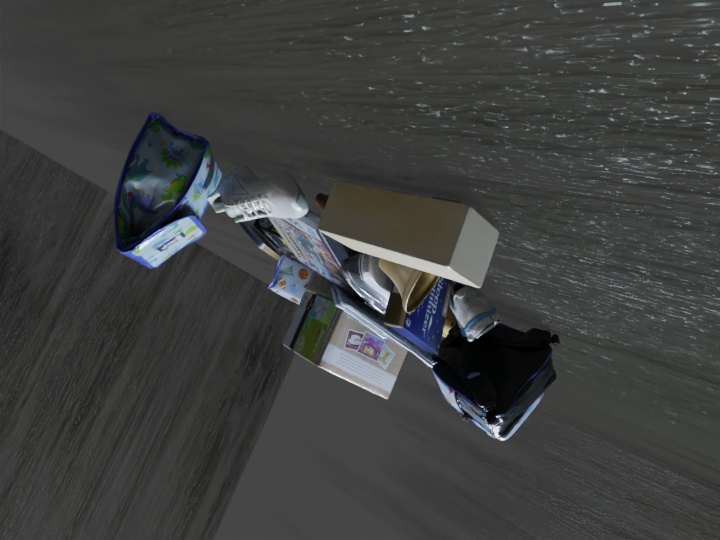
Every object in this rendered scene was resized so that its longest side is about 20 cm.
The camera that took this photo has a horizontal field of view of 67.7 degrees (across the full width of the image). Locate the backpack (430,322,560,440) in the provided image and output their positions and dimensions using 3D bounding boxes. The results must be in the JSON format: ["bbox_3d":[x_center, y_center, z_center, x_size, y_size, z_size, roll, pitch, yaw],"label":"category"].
[{"bbox_3d":[0.223,0.178,0.938,0.189,0.198,0.157,31,149,42],"label":"backpack"}]

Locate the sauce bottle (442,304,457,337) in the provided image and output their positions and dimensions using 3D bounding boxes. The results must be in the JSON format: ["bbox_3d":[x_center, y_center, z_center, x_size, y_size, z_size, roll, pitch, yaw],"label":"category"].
[{"bbox_3d":[0.221,0.120,1.064,0.195,0.068,0.066,20,170,24],"label":"sauce bottle"}]

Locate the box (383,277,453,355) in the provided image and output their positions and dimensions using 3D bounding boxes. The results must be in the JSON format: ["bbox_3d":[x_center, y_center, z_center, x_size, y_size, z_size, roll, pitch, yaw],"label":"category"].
[{"bbox_3d":[0.100,0.052,0.827,0.031,0.125,0.200,7,163,29],"label":"box"}]

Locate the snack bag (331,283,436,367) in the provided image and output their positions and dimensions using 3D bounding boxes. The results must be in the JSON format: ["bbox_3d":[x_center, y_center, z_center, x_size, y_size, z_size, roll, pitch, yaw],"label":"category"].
[{"bbox_3d":[0.033,0.094,0.952,0.197,0.022,0.189,35,-178,-10],"label":"snack bag"}]

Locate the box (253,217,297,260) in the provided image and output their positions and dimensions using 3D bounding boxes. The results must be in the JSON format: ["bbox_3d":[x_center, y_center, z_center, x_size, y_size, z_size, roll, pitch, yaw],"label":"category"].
[{"bbox_3d":[-0.120,-0.052,1.124,0.156,0.045,0.200,26,171,14],"label":"box"}]

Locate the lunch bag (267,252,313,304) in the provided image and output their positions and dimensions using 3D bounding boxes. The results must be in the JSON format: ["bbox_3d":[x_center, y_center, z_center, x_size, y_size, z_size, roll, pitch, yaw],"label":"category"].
[{"bbox_3d":[-0.142,0.033,1.443,0.166,0.127,0.200,26,-175,1],"label":"lunch bag"}]

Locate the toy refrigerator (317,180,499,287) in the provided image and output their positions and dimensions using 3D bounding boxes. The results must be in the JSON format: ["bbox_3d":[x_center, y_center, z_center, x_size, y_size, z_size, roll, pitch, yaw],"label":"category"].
[{"bbox_3d":[0.048,-0.048,0.601,0.197,0.072,0.075,19,176,44],"label":"toy refrigerator"}]

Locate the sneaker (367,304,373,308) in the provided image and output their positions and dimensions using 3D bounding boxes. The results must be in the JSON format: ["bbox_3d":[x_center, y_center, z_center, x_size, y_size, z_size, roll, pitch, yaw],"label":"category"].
[{"bbox_3d":[0.007,0.025,1.067,0.198,0.087,0.074,33,168,-35],"label":"sneaker"}]

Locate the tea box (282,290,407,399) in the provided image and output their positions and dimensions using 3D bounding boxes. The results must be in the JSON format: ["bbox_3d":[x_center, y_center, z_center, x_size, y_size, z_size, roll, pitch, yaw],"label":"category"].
[{"bbox_3d":[-0.033,0.159,1.171,0.197,0.137,0.195,30,170,-30],"label":"tea box"}]

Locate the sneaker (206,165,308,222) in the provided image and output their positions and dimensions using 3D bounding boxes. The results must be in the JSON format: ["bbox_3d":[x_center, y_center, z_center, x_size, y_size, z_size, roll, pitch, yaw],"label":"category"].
[{"bbox_3d":[-0.151,-0.099,0.783,0.197,0.080,0.072,15,137,44],"label":"sneaker"}]

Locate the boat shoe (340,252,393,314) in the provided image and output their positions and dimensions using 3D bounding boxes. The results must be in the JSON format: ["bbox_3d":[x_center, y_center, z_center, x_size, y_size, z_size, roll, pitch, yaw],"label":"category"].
[{"bbox_3d":[0.039,0.033,0.830,0.066,0.074,0.199,-7,152,32],"label":"boat shoe"}]

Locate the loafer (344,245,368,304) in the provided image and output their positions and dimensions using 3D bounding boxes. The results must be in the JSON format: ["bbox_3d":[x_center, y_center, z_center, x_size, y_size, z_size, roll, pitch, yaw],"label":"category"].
[{"bbox_3d":[0.000,0.000,0.984,0.062,0.073,0.201,20,158,34],"label":"loafer"}]

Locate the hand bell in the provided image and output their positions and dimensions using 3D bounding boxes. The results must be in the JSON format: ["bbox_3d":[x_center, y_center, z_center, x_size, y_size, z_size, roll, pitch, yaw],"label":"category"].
[{"bbox_3d":[0.015,-0.045,0.722,0.198,0.105,0.104,36,175,20],"label":"hand bell"}]

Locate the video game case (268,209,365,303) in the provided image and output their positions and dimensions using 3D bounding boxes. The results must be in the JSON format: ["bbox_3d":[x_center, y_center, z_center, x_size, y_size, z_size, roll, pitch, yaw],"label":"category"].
[{"bbox_3d":[-0.081,-0.044,0.897,0.178,0.026,0.202,30,161,37],"label":"video game case"}]

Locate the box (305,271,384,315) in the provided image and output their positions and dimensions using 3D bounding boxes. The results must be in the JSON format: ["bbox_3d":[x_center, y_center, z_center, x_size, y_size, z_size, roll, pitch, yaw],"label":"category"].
[{"bbox_3d":[-0.021,0.043,1.224,0.196,0.097,0.077,21,171,37],"label":"box"}]

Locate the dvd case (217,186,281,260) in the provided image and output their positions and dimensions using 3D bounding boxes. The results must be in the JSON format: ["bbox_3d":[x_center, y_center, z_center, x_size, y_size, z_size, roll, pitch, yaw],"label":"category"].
[{"bbox_3d":[-0.227,-0.092,1.086,0.149,0.016,0.200,50,178,5],"label":"dvd case"}]

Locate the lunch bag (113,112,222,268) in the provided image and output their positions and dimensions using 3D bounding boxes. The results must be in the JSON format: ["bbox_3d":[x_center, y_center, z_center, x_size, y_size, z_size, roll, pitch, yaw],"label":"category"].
[{"bbox_3d":[-0.304,-0.107,0.836,0.124,0.205,0.170,25,171,-4],"label":"lunch bag"}]

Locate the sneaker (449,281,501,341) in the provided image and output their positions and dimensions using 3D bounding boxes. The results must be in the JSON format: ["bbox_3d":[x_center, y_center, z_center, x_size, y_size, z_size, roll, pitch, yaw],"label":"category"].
[{"bbox_3d":[0.178,0.056,0.865,0.088,0.074,0.200,57,-177,9],"label":"sneaker"}]
